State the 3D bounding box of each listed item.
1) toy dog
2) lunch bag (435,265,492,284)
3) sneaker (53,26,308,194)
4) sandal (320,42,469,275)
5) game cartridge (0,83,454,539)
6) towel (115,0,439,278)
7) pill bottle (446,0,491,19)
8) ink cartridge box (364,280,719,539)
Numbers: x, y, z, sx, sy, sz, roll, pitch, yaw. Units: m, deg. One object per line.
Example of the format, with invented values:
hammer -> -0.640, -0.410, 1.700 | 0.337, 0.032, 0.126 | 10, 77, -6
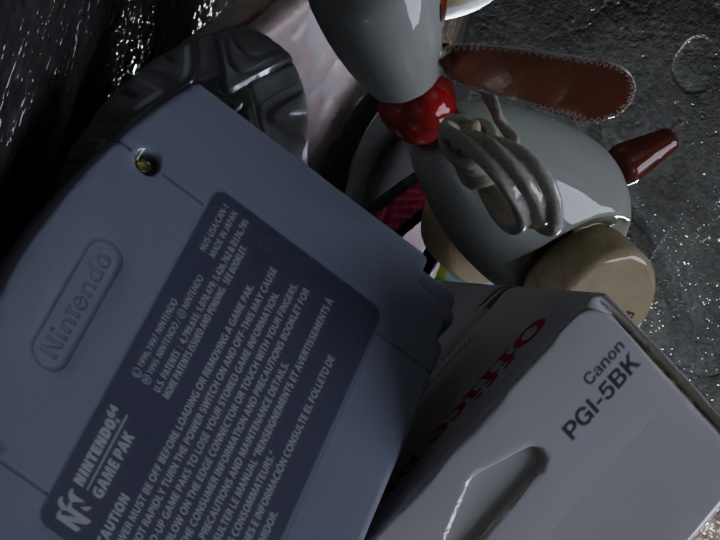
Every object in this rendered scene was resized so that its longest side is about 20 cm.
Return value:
toy dog -> 0.060, -0.056, 0.813 | 0.096, 0.132, 0.200 | -42, 156, -8
lunch bag -> -0.017, 0.066, 1.112 | 0.200, 0.160, 0.083 | 94, 3, -57
sneaker -> -0.077, 0.011, 0.785 | 0.099, 0.078, 0.201 | 158, -44, -86
sandal -> 0.000, 0.000, 0.898 | 0.200, 0.045, 0.075 | -59, 150, -20
game cartridge -> -0.054, 0.041, 0.669 | 0.042, 0.133, 0.200 | -45, -166, 47
towel -> -0.030, -0.028, 0.907 | 0.191, 0.032, 0.201 | -45, 144, -40
pill bottle -> 0.035, -0.226, 1.078 | 0.200, 0.115, 0.116 | 102, 5, -48
ink cartridge box -> 0.025, 0.082, 0.791 | 0.147, 0.083, 0.200 | -47, -167, -10
